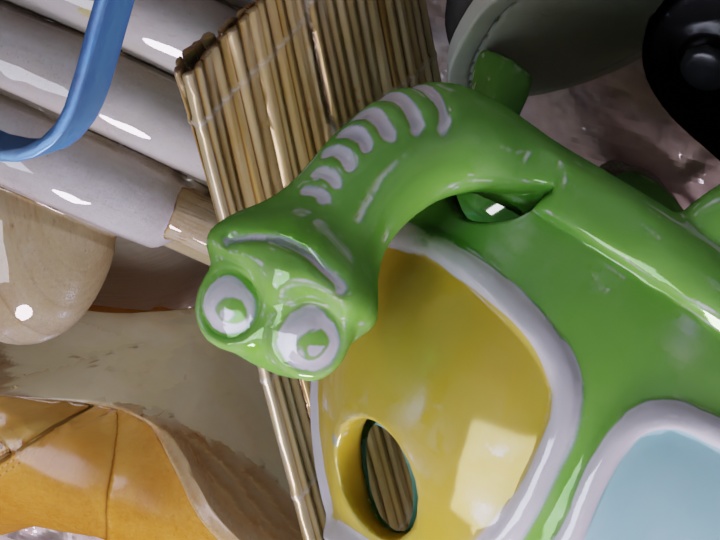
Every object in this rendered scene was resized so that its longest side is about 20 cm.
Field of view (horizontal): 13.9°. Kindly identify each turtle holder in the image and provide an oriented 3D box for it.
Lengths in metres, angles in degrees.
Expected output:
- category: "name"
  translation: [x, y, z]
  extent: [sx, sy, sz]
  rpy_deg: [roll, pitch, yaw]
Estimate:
- category: "turtle holder"
  translation: [0.051, 0.029, 0.748]
  extent: [0.141, 0.132, 0.185]
  rpy_deg: [32, 177, 20]

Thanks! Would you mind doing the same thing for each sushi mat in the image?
- category: "sushi mat"
  translation: [0.000, 0.000, 0.807]
  extent: [0.012, 0.096, 0.201]
  rpy_deg: [18, 136, 36]

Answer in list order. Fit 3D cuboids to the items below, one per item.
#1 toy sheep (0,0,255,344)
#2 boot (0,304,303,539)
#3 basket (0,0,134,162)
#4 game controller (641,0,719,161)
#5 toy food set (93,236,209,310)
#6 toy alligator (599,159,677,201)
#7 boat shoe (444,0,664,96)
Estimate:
- category: "toy sheep"
  translation: [-0.065, -0.075, 0.810]
  extent: [0.137, 0.201, 0.138]
  rpy_deg: [21, 175, 2]
- category: "boot"
  translation: [-0.081, 0.058, 0.908]
  extent: [0.201, 0.071, 0.144]
  rpy_deg: [30, 149, -12]
- category: "basket"
  translation: [-0.106, -0.144, 0.659]
  extent: [0.176, 0.139, 0.201]
  rpy_deg: [28, 105, 11]
- category: "game controller"
  translation: [0.169, -0.023, 0.756]
  extent: [0.200, 0.042, 0.104]
  rpy_deg: [39, 139, -15]
- category: "toy food set"
  translation: [-0.110, -0.010, 0.968]
  extent: [0.199, 0.061, 0.144]
  rpy_deg: [5, 139, 32]
- category: "toy alligator"
  translation: [0.130, 0.053, 0.857]
  extent: [0.200, 0.059, 0.054]
  rpy_deg: [52, 173, 11]
- category: "boat shoe"
  translation: [0.070, -0.109, 0.755]
  extent: [0.201, 0.071, 0.061]
  rpy_deg: [131, 128, -58]
